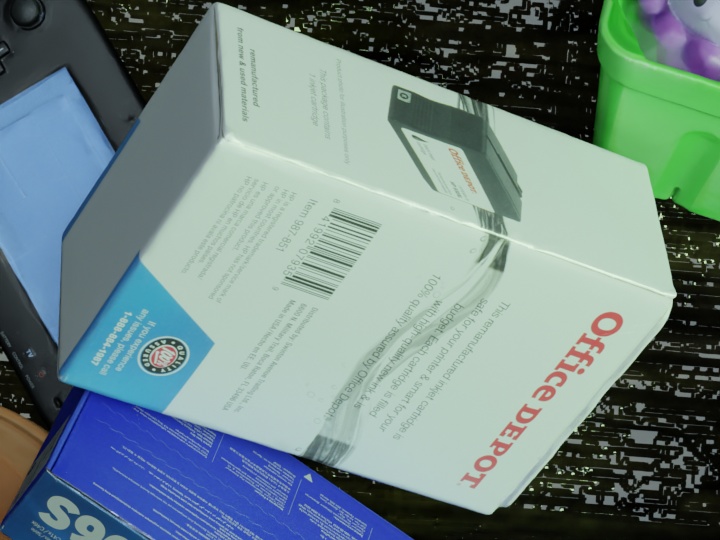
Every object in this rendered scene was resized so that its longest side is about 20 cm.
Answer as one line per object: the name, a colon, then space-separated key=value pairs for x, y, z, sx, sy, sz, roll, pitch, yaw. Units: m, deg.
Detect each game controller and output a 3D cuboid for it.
game controller: x=-0.123 y=-0.023 z=1.181 sx=0.104 sy=0.042 sz=0.200 roll=-30 pitch=86 yaw=-7

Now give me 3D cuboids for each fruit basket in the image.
fruit basket: x=0.203 y=-0.116 z=1.129 sx=0.215 sy=0.216 sz=0.156 roll=18 pitch=47 yaw=-2

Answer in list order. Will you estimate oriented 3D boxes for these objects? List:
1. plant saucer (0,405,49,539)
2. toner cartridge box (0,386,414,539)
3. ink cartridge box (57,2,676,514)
plant saucer: x=-0.191 y=0.140 z=1.126 sx=0.199 sy=0.037 sz=0.201 roll=-3 pitch=68 yaw=8
toner cartridge box: x=-0.041 y=0.120 z=1.127 sx=0.200 sy=0.095 sz=0.043 roll=35 pitch=125 yaw=-9
ink cartridge box: x=0.000 y=0.000 z=1.100 sx=0.199 sy=0.145 sz=0.084 roll=19 pitch=40 yaw=-22
